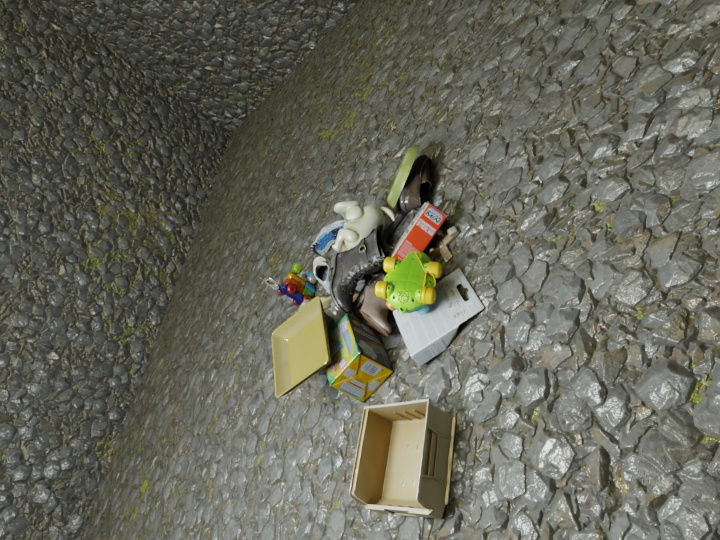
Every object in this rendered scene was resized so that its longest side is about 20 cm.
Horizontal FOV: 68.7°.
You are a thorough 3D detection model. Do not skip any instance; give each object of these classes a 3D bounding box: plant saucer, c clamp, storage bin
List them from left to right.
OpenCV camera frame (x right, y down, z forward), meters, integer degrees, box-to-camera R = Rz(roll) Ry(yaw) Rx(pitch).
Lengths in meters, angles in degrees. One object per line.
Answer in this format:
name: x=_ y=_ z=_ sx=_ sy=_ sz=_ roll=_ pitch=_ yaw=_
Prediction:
plant saucer: x=-0.146 y=0.202 z=1.357 sx=0.199 sy=0.048 sz=0.203 roll=-38 pitch=43 yaw=27
plant saucer: x=0.122 y=-0.279 z=1.560 sx=0.200 sy=0.030 sz=0.204 roll=-157 pitch=89 yaw=-88
storage bin: x=0.085 y=0.385 z=1.079 sx=0.198 sy=0.093 sz=0.202 roll=-22 pitch=47 yaw=46
c clamp: x=0.130 y=-0.128 z=1.516 sx=0.201 sy=0.027 sz=0.172 roll=-51 pitch=32 yaw=14

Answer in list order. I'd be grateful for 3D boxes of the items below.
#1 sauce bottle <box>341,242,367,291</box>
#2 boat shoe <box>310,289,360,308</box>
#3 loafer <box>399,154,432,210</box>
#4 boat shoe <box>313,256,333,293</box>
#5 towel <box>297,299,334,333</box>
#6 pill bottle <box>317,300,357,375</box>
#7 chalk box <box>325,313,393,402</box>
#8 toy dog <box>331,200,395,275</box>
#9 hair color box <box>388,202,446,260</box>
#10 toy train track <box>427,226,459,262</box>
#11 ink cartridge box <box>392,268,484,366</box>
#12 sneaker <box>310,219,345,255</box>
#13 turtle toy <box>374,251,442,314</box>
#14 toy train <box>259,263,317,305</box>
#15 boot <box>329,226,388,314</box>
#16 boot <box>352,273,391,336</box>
sauce bottle: x=-0.015 y=-0.016 z=1.598 sx=0.066 sy=0.065 sz=0.201 roll=-47 pitch=33 yaw=18
boat shoe: x=-0.067 y=0.101 z=1.586 sx=0.197 sy=0.070 sz=0.066 roll=-13 pitch=88 yaw=41
loafer: x=0.176 y=-0.248 z=1.516 sx=0.069 sy=0.074 sz=0.203 roll=8 pitch=59 yaw=25
boat shoe: x=-0.122 y=-0.001 z=1.731 sx=0.071 sy=0.069 sz=0.200 roll=-44 pitch=34 yaw=4
towel: x=-0.157 y=0.192 z=1.444 sx=0.147 sy=0.036 sz=0.203 roll=32 pitch=92 yaw=46
pill bottle: x=-0.092 y=0.183 z=1.494 sx=0.202 sy=0.111 sz=0.112 roll=-56 pitch=31 yaw=5
chalk box: x=-0.019 y=0.209 z=1.356 sx=0.124 sy=0.123 sz=0.201 roll=-48 pitch=31 yaw=16
toy dog: x=0.013 y=-0.082 z=1.526 sx=0.189 sy=0.140 sz=0.204 roll=-6 pitch=61 yaw=5
hair color box: x=0.141 y=-0.078 z=1.385 sx=0.202 sy=0.063 sz=0.111 roll=-57 pitch=3 yaw=8
toy train track: x=0.175 y=-0.040 z=1.369 sx=0.200 sy=0.032 sz=0.116 roll=-48 pitch=32 yaw=21
ink cartridge box: x=0.184 y=0.108 z=1.237 sx=0.197 sy=0.057 sz=0.164 roll=-31 pitch=36 yaw=7
sneaker: x=-0.099 y=-0.136 z=1.822 sx=0.198 sy=0.074 sz=0.088 roll=-29 pitch=36 yaw=40
turtle toy: x=0.123 y=0.026 z=1.253 sx=0.142 sy=0.102 sz=0.203 roll=7 pitch=50 yaw=18
toy train: x=-0.231 y=0.027 z=1.754 sx=0.084 sy=0.199 sz=0.118 roll=-9 pitch=51 yaw=51
boot: x=0.000 y=0.000 z=1.386 sx=0.172 sy=0.069 sz=0.204 roll=-25 pitch=60 yaw=32
boot: x=0.061 y=0.078 z=1.392 sx=0.146 sy=0.071 sz=0.199 roll=-44 pitch=37 yaw=-13
